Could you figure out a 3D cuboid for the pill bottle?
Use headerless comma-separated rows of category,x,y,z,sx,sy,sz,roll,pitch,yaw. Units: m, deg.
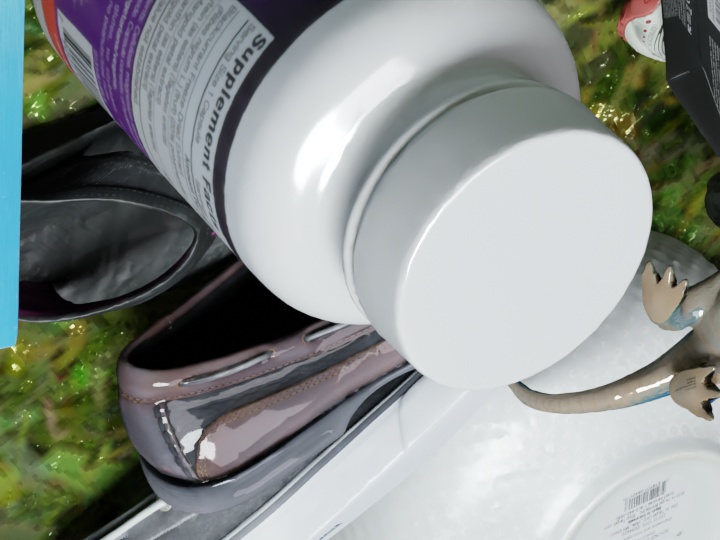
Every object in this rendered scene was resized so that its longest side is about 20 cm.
pill bottle,-0.006,-0.054,0.752,0.111,0.200,0.112,-21,133,-24

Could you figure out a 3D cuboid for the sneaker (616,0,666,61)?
sneaker,0.178,-0.092,0.949,0.200,0.082,0.078,4,120,-38

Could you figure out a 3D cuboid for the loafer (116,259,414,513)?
loafer,0.000,0.000,0.885,0.200,0.072,0.063,-41,133,-19

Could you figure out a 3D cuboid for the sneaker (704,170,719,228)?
sneaker,0.219,-0.002,0.989,0.200,0.074,0.079,12,85,-26

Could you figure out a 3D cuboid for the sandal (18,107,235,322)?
sandal,-0.100,-0.009,0.829,0.200,0.048,0.075,-12,129,-30

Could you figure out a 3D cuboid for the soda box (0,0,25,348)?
soda box,-0.135,-0.075,0.716,0.068,0.064,0.200,-10,117,-30

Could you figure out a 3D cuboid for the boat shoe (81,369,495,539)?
boat shoe,-0.025,0.062,0.928,0.200,0.068,0.072,-40,171,8

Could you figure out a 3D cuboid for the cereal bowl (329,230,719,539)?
cereal bowl,0.088,0.086,1.023,0.200,0.083,0.200,-20,133,-23

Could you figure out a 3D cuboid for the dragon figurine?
dragon figurine,0.151,0.013,0.911,0.200,0.059,0.099,-37,160,35

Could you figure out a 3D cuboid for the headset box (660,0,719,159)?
headset box,0.199,-0.126,0.837,0.200,0.077,0.149,-20,135,-8
